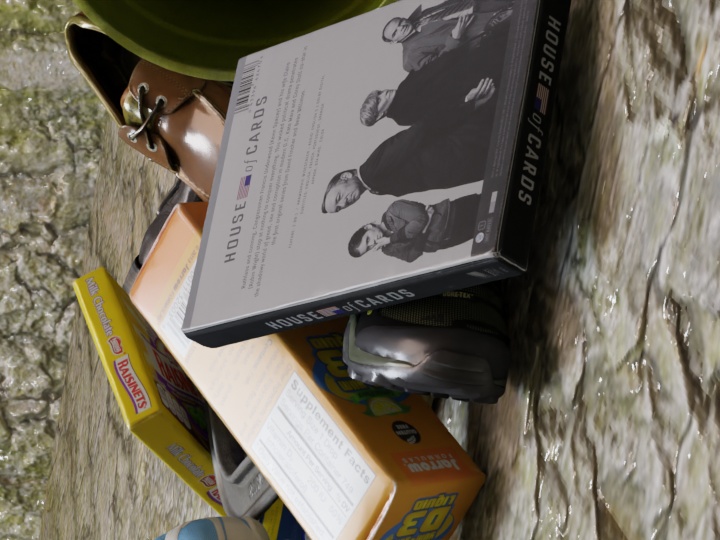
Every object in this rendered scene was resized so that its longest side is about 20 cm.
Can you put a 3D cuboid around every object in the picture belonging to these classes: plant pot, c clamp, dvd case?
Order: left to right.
[{"bbox_3d":[-0.069,0.051,1.322,0.200,0.027,0.172,141,124,-69],"label":"c clamp"},{"bbox_3d":[-0.057,-0.223,1.270,0.193,0.199,0.202,-80,3,-68],"label":"plant pot"},{"bbox_3d":[0.005,-0.051,1.096,0.199,0.025,0.151,-15,56,44],"label":"dvd case"}]

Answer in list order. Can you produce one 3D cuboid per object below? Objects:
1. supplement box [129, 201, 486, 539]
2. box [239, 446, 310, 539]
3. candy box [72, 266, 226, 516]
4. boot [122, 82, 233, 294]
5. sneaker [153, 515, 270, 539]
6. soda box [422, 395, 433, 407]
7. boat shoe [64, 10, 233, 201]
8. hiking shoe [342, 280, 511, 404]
[{"bbox_3d":[-0.027,0.054,1.168,0.200,0.066,0.069,52,125,29],"label":"supplement box"},{"bbox_3d":[-0.051,0.070,1.417,0.201,0.064,0.070,-113,27,-45],"label":"box"},{"bbox_3d":[-0.107,0.081,1.435,0.103,0.026,0.200,63,-176,29],"label":"candy box"},{"bbox_3d":[-0.081,-0.070,1.540,0.200,0.069,0.175,-66,-2,-71],"label":"boot"},{"bbox_3d":[-0.063,0.219,1.258,0.072,0.072,0.201,91,165,-55],"label":"sneaker"},{"bbox_3d":[0.000,0.000,1.304,0.201,0.067,0.064,-98,20,-55],"label":"soda box"},{"bbox_3d":[-0.109,-0.087,1.399,0.200,0.068,0.072,45,122,45],"label":"boat shoe"},{"bbox_3d":[0.033,-0.007,1.116,0.200,0.075,0.101,-108,27,-73],"label":"hiking shoe"}]
